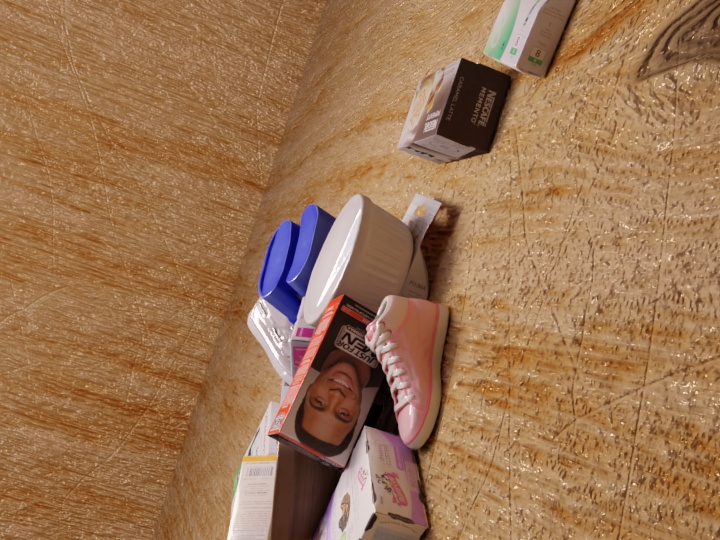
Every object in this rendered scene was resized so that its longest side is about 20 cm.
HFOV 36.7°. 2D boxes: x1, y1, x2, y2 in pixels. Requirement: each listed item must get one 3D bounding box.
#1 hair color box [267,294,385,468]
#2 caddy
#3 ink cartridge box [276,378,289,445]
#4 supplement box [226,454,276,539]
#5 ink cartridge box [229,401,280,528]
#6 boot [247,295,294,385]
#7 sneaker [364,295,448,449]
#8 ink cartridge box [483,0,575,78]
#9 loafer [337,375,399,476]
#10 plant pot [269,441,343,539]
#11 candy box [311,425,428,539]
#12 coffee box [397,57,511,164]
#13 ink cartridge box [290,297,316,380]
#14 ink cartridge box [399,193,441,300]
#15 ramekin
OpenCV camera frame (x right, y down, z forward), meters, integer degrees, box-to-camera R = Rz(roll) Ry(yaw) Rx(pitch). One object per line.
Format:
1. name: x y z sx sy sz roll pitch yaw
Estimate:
1. hair color box: -0.031 0.144 1.410 0.201 0.101 0.061 -66 14 -19
2. caddy: -0.080 -0.006 1.746 0.141 0.105 0.201 -29 37 40
3. ink cartridge box: -0.102 0.251 1.811 0.201 0.042 0.120 -85 -17 -52
4. supplement box: -0.152 0.413 1.730 0.126 0.073 0.201 69 -157 -48
5. ink cartridge box: -0.158 0.355 1.924 0.147 0.082 0.201 -94 27 -58
6. boot: -0.111 0.110 1.796 0.200 0.073 0.096 47 125 25
7. sneaker: 0.048 0.121 1.366 0.075 0.104 0.202 133 152 -55
8. ink cartridge box: 0.232 -0.356 1.390 0.161 0.050 0.202 -115 43 -71
9. loafer: 0.026 0.189 1.444 0.072 0.062 0.202 165 122 -75
10. plant pot: -0.071 0.291 1.484 0.201 0.092 0.203 -175 90 -89
11. candy box: 0.005 0.323 1.331 0.168 0.071 0.201 -97 28 -62
12. coffee box: 0.129 -0.223 1.549 0.200 0.079 0.115 -172 101 -77
13. ink cartridge box: -0.076 0.156 1.652 0.120 0.042 0.202 -76 -10 -58
14. ink cartridge box: 0.073 -0.007 1.583 0.201 0.047 0.160 -65 13 4
15. ramekin: 0.000 0.000 1.552 0.203 0.094 0.203 -60 14 27
